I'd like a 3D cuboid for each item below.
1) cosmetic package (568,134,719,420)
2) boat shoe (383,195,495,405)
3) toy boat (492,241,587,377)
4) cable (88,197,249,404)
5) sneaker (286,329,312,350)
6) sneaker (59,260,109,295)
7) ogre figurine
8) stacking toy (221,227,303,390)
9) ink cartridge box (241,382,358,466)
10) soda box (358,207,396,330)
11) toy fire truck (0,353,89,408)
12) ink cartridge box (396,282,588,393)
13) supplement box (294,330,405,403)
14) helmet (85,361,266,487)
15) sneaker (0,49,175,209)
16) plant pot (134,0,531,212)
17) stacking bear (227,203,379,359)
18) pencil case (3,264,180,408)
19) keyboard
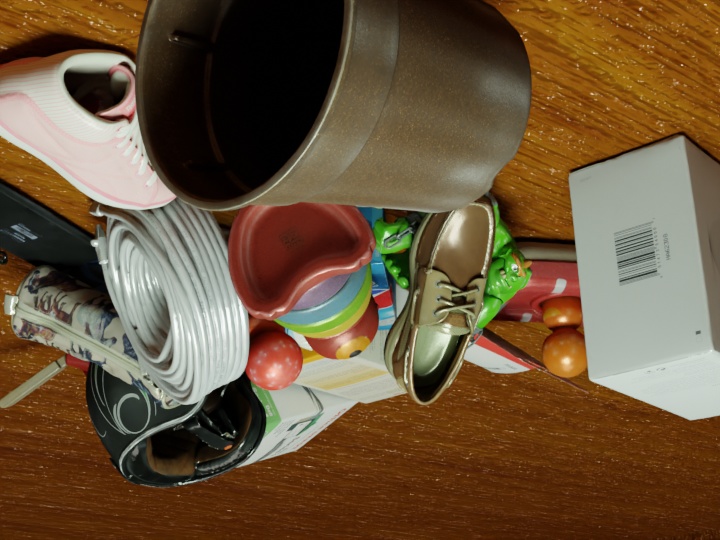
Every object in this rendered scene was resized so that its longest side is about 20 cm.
[{"bbox_3d":[0.297,0.014,1.160,0.123,0.200,0.200,-19,153,37],"label":"cosmetic package"},{"bbox_3d":[0.078,0.029,1.110,0.075,0.074,0.201,5,119,-17],"label":"boat shoe"},{"bbox_3d":[0.216,0.049,1.341,0.199,0.131,0.131,3,159,-12],"label":"toy boat"},{"bbox_3d":[-0.168,0.018,1.142,0.069,0.201,0.200,-18,-173,-28],"label":"cable"},{"bbox_3d":[-0.095,0.028,1.347,0.090,0.079,0.200,8,154,9],"label":"sneaker"},{"bbox_3d":[-0.256,0.027,1.331,0.199,0.079,0.066,-5,161,14],"label":"sneaker"},{"bbox_3d":[0.092,-0.006,1.194,0.120,0.098,0.200,-34,118,1],"label":"ogre figurine"},{"bbox_3d":[-0.109,0.041,1.199,0.085,0.200,0.086,-17,129,-23],"label":"stacking toy"},{"bbox_3d":[-0.120,0.178,1.595,0.200,0.085,0.146,-7,153,-50],"label":"ink cartridge box"},{"bbox_3d":[0.000,0.000,1.287,0.064,0.068,0.200,-3,159,5],"label":"soda box"},{"bbox_3d":[-0.326,0.137,1.574,0.199,0.129,0.176,11,159,0],"label":"toy fire truck"},{"bbox_3d":[0.134,0.090,1.411,0.200,0.050,0.161,35,-174,41],"label":"ink cartridge box"},{"bbox_3d":[-0.013,0.097,1.531,0.126,0.074,0.200,-19,153,37],"label":"supplement box"},{"bbox_3d":[-0.205,0.121,1.404,0.199,0.191,0.200,-12,145,-8],"label":"helmet"},{"bbox_3d":[-0.187,-0.107,0.982,0.104,0.076,0.200,-10,154,36],"label":"sneaker"},{"bbox_3d":[-0.008,-0.123,0.817,0.200,0.201,0.198,-21,159,41],"label":"plant pot"},{"bbox_3d":[-0.035,0.015,1.121,0.121,0.114,0.200,-31,150,-2],"label":"stacking bear"},{"bbox_3d":[-0.255,0.065,1.269,0.199,0.078,0.089,24,-173,12],"label":"pencil case"},{"bbox_3d":[-0.347,-0.038,1.233,0.127,0.021,0.200,-15,155,18],"label":"keyboard"}]
